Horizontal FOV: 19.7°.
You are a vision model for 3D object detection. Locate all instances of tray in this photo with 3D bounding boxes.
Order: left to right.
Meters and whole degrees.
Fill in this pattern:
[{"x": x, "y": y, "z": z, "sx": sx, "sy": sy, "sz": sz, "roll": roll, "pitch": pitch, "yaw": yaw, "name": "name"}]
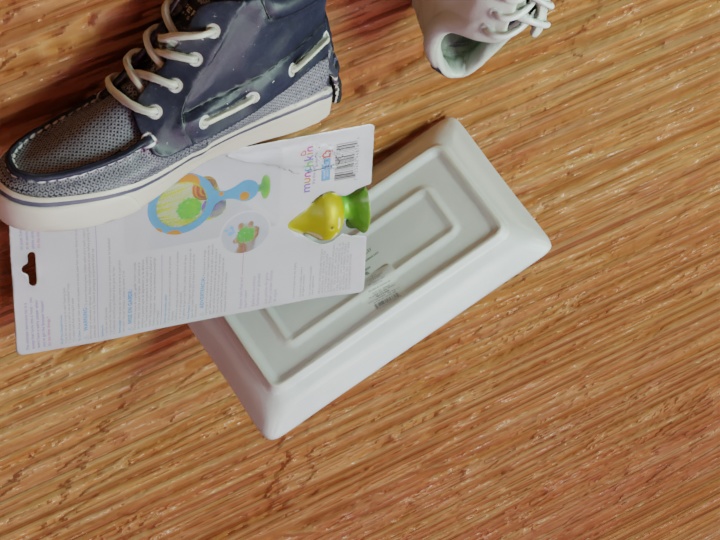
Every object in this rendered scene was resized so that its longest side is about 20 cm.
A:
[{"x": 0.000, "y": 0.000, "z": 1.196, "sx": 0.200, "sy": 0.107, "sz": 0.022, "roll": -35, "pitch": 158, "yaw": -4, "name": "tray"}]

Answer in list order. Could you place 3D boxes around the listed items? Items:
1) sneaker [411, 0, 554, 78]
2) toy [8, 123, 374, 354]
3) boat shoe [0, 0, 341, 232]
[{"x": 0.079, "y": -0.153, "z": 1.040, "sx": 0.073, "sy": 0.071, "sz": 0.200, "roll": -11, "pitch": 170, "yaw": -16, "name": "sneaker"}, {"x": -0.094, "y": -0.026, "z": 1.127, "sx": 0.199, "sy": 0.047, "sz": 0.115, "roll": -8, "pitch": 130, "yaw": -15, "name": "toy"}, {"x": -0.099, "y": -0.097, "z": 1.035, "sx": 0.200, "sy": 0.075, "sz": 0.093, "roll": -28, "pitch": 140, "yaw": -27, "name": "boat shoe"}]
